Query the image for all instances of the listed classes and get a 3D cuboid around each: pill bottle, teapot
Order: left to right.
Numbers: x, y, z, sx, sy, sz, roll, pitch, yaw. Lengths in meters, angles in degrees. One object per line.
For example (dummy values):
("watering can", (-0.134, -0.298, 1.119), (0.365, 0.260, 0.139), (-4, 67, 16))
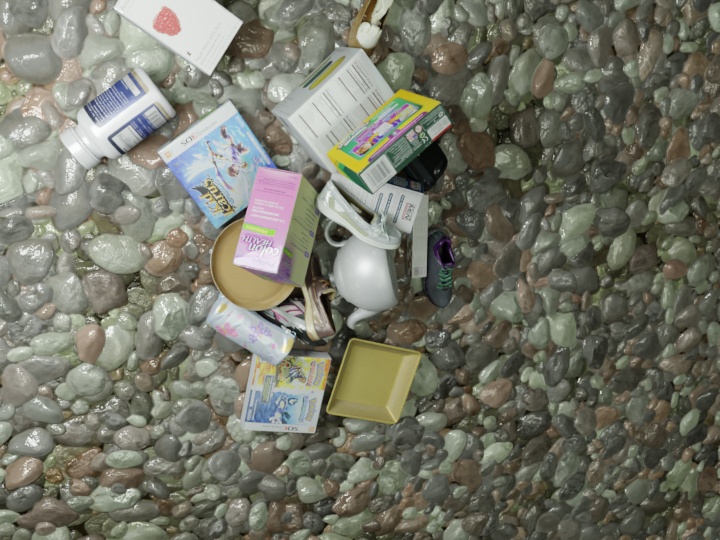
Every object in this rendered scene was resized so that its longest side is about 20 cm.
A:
("pill bottle", (-0.463, -0.284, 1.319), (0.200, 0.111, 0.111), (-38, 115, -4))
("teapot", (0.000, 0.000, 1.546), (0.145, 0.201, 0.198), (-9, 153, 8))

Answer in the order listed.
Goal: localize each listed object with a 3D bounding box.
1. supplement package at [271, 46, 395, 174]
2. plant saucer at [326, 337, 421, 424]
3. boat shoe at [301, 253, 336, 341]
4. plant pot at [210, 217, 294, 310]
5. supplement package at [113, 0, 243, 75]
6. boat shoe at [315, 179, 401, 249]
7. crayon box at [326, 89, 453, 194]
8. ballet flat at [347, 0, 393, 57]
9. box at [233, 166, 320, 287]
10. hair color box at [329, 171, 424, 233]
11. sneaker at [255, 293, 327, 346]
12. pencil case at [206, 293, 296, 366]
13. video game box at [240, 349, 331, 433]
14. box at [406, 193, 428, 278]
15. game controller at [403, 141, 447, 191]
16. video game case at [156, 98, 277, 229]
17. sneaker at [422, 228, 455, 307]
("supplement package", (-0.050, -0.331, 1.424), (0.200, 0.152, 0.151), (-43, 117, -2))
("plant saucer", (0.027, 0.265, 1.702), (0.199, 0.048, 0.201), (14, 101, -22))
("boat shoe", (-0.085, 0.052, 1.530), (0.071, 0.202, 0.072), (-15, 154, 21))
("plant pot", (-0.228, -0.014, 1.504), (0.199, 0.027, 0.202), (2, 86, -24))
("supplement package", (-0.340, -0.474, 1.295), (0.199, 0.120, 0.122), (31, 96, -25))
("boat shoe", (0.004, -0.112, 1.439), (0.201, 0.075, 0.065), (32, 121, -8))
("crayon box", (0.050, -0.247, 1.309), (0.200, 0.173, 0.058), (-41, 120, -3))
("ballet flat", (0.032, -0.524, 1.435), (0.067, 0.072, 0.201), (21, 99, -25))
("box", (-0.162, -0.083, 1.414), (0.096, 0.176, 0.202), (11, 83, 13))
("hair color box", (0.027, -0.159, 1.488), (0.198, 0.061, 0.101), (15, 119, -5))
("sneaker", (-0.153, 0.094, 1.578), (0.199, 0.080, 0.087), (32, 57, -14))
("pencil case", (-0.240, 0.129, 1.526), (0.199, 0.083, 0.091), (33, 127, -13))
("video game box", (-0.177, 0.285, 1.639), (0.181, 0.047, 0.202), (7, 105, -23))
("box", (0.133, -0.082, 1.631), (0.041, 0.039, 0.202), (-7, 109, -18))
("game controller", (0.117, -0.269, 1.507), (0.200, 0.042, 0.105), (49, 62, -31))
("video game case", (-0.287, -0.219, 1.438), (0.181, 0.045, 0.201), (-37, 115, -4))
("sneaker", (0.191, 0.005, 1.652), (0.074, 0.088, 0.202), (-15, 111, -14))
